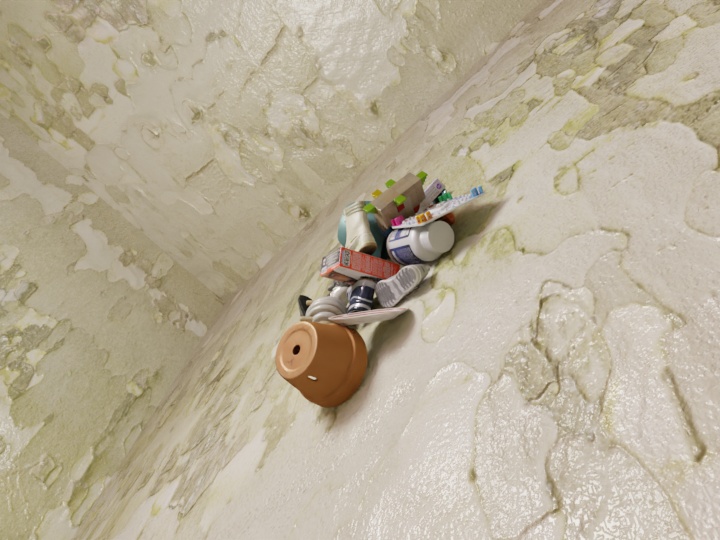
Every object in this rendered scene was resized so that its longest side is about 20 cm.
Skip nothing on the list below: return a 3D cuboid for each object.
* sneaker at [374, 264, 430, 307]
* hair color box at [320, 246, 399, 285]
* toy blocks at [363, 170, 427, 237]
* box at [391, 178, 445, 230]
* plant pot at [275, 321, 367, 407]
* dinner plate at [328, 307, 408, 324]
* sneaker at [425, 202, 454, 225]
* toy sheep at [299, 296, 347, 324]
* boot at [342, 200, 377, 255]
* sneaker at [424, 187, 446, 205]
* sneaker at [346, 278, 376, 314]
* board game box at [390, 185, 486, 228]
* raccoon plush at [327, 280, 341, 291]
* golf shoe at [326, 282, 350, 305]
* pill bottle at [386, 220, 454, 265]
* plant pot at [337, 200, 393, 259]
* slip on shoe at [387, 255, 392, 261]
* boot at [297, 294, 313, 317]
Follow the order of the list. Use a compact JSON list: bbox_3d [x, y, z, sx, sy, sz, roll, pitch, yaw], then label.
[{"bbox_3d":[0.112,0.041,1.384,0.082,0.075,0.200,-17,-10,-37],"label":"sneaker"},{"bbox_3d":[0.000,0.000,1.493,0.111,0.199,0.064,-26,53,54],"label":"hair color box"},{"bbox_3d":[0.115,-0.178,1.503,0.200,0.137,0.100,-39,48,-13],"label":"toy blocks"},{"bbox_3d":[0.173,-0.190,1.582,0.200,0.039,0.041,-47,5,6],"label":"box"},{"bbox_3d":[-0.103,0.205,1.231,0.200,0.140,0.201,-22,53,32],"label":"plant pot"},{"bbox_3d":[0.021,0.114,1.296,0.199,0.024,0.200,-8,-3,0],"label":"dinner plate"},{"bbox_3d":[0.230,-0.171,1.545,0.077,0.073,0.200,-44,16,-3],"label":"sneaker"},{"bbox_3d":[-0.098,0.136,1.514,0.138,0.138,0.200,-40,19,25],"label":"toy sheep"},{"bbox_3d":[-0.020,-0.100,1.551,0.200,0.072,0.155,137,125,-58],"label":"boot"},{"bbox_3d":[0.204,-0.205,1.694,0.200,0.078,0.086,-53,20,-20],"label":"sneaker"},{"bbox_3d":[-0.008,0.100,1.513,0.200,0.070,0.109,126,157,-69],"label":"sneaker"},{"bbox_3d":[0.198,-0.166,1.386,0.199,0.026,0.200,-27,11,-16],"label":"board game box"},{"bbox_3d":[-0.040,0.046,1.713,0.134,0.097,0.200,-53,14,9],"label":"raccoon plush"},{"bbox_3d":[-0.083,0.133,1.652,0.200,0.077,0.088,-54,32,10],"label":"golf shoe"},{"bbox_3d":[0.162,-0.076,1.417,0.111,0.111,0.200,-53,17,-20],"label":"pill bottle"},{"bbox_3d":[0.021,-0.131,1.673,0.201,0.160,0.201,18,-90,-79],"label":"plant pot"},{"bbox_3d":[0.143,-0.087,1.589,0.200,0.061,0.076,-29,24,49],"label":"slip on shoe"},{"bbox_3d":[-0.181,0.181,1.628,0.131,0.068,0.200,-49,43,25],"label":"boot"}]
